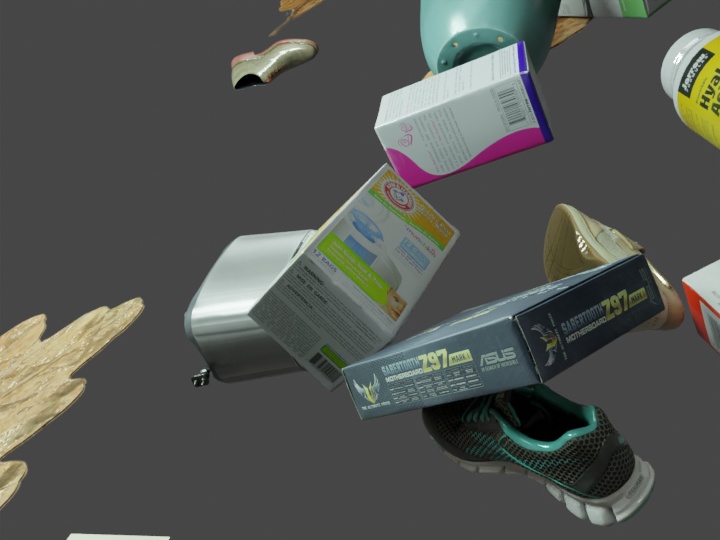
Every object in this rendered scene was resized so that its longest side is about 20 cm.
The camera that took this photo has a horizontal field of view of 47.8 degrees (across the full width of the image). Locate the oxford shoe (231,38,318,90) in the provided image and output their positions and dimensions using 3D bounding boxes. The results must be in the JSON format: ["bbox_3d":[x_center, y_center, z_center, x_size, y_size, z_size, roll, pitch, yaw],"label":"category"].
[{"bbox_3d":[-0.176,-0.419,1.683,0.200,0.070,0.075,-13,61,23],"label":"oxford shoe"}]

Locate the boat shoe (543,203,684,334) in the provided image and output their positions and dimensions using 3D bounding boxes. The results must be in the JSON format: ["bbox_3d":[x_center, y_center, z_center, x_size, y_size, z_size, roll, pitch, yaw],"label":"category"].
[{"bbox_3d":[0.218,-0.002,0.722,0.065,0.072,0.200,6,22,-10],"label":"boat shoe"}]

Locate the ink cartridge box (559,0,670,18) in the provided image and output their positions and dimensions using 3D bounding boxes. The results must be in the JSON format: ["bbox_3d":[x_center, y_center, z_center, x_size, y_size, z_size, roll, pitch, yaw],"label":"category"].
[{"bbox_3d":[0.388,-0.447,1.208,0.146,0.084,0.200,-38,32,-16],"label":"ink cartridge box"}]

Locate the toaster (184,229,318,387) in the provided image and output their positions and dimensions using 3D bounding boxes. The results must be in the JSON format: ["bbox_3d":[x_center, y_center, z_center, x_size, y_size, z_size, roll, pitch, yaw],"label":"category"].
[{"bbox_3d":[-0.095,0.039,0.869,0.129,0.114,0.200,-10,33,26],"label":"toaster"}]

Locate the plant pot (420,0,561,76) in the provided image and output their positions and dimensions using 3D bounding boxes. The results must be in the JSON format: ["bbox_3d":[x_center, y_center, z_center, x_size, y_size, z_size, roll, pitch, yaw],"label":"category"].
[{"bbox_3d":[0.174,-0.330,1.117,0.200,0.201,0.161,-12,47,27],"label":"plant pot"}]

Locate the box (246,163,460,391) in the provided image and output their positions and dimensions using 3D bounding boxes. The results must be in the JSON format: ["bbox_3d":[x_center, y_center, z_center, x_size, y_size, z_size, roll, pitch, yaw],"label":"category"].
[{"bbox_3d":[0.000,0.000,0.783,0.101,0.112,0.200,-44,4,38],"label":"box"}]

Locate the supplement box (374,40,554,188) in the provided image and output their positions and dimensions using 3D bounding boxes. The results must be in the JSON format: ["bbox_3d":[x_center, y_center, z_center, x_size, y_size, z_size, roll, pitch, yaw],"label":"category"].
[{"bbox_3d":[0.131,-0.195,1.035,0.200,0.101,0.103,-17,32,19],"label":"supplement box"}]

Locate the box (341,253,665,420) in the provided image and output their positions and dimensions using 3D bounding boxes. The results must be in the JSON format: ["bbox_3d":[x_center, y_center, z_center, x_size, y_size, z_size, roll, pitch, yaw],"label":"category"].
[{"bbox_3d":[0.103,0.053,0.622,0.158,0.051,0.200,-21,-3,-38],"label":"box"}]

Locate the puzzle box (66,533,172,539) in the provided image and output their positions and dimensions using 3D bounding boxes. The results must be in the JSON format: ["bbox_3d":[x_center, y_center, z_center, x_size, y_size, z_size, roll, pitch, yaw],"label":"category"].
[{"bbox_3d":[-0.246,0.313,0.675,0.133,0.025,0.200,-9,37,31],"label":"puzzle box"}]

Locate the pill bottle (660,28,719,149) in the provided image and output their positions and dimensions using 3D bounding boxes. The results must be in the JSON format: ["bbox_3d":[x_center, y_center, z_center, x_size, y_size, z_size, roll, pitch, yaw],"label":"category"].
[{"bbox_3d":[0.373,-0.168,0.782,0.111,0.111,0.200,-26,30,6],"label":"pill bottle"}]

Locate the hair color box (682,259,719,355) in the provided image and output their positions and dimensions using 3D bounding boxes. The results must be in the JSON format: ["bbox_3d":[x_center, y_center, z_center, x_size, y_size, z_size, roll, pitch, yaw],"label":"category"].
[{"bbox_3d":[0.355,0.008,0.584,0.200,0.064,0.111,-27,30,2],"label":"hair color box"}]

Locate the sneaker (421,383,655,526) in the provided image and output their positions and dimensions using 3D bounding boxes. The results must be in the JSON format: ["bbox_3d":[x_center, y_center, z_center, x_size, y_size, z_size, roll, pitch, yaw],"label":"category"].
[{"bbox_3d":[0.117,0.110,0.603,0.200,0.091,0.078,9,50,48],"label":"sneaker"}]
